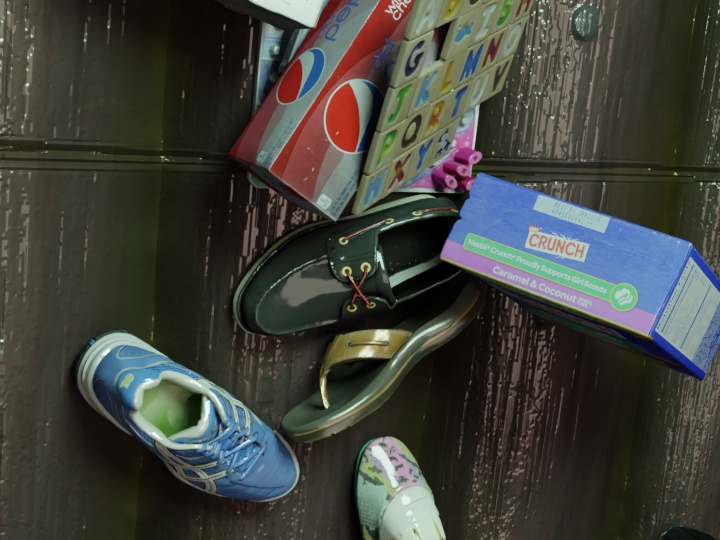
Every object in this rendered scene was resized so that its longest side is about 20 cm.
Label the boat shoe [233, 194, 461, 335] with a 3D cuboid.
[{"bbox_3d":[-0.001,-0.003,0.906,0.201,0.063,0.074,-23,117,-23],"label":"boat shoe"}]

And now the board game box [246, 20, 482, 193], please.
[{"bbox_3d":[0.018,-0.157,0.895,0.199,0.026,0.201,-1,103,-32],"label":"board game box"}]

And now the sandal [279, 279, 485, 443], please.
[{"bbox_3d":[0.012,0.060,0.923,0.200,0.082,0.055,-38,103,-16],"label":"sandal"}]

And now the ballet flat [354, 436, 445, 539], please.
[{"bbox_3d":[0.038,0.237,0.988,0.069,0.071,0.201,-12,109,-28],"label":"ballet flat"}]

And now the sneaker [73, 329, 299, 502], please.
[{"bbox_3d":[-0.116,0.119,0.857,0.200,0.077,0.076,37,81,-35],"label":"sneaker"}]

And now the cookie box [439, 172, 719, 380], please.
[{"bbox_3d":[0.180,0.008,0.914,0.200,0.171,0.075,28,85,-60],"label":"cookie box"}]

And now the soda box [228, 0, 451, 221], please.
[{"bbox_3d":[-0.001,-0.138,0.814,0.070,0.063,0.200,37,83,-34],"label":"soda box"}]

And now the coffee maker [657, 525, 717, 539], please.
[{"bbox_3d":[0.362,0.327,1.135,0.135,0.200,0.192,-47,124,-15],"label":"coffee maker"}]

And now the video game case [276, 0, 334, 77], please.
[{"bbox_3d":[0.034,-0.210,0.864,0.143,0.019,0.200,18,94,-34],"label":"video game case"}]

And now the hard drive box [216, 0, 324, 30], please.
[{"bbox_3d":[-0.072,-0.276,0.761,0.156,0.077,0.200,21,92,-23],"label":"hard drive box"}]

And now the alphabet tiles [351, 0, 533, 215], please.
[{"bbox_3d":[0.068,-0.141,0.836,0.200,0.008,0.167,-36,151,-48],"label":"alphabet tiles"}]
